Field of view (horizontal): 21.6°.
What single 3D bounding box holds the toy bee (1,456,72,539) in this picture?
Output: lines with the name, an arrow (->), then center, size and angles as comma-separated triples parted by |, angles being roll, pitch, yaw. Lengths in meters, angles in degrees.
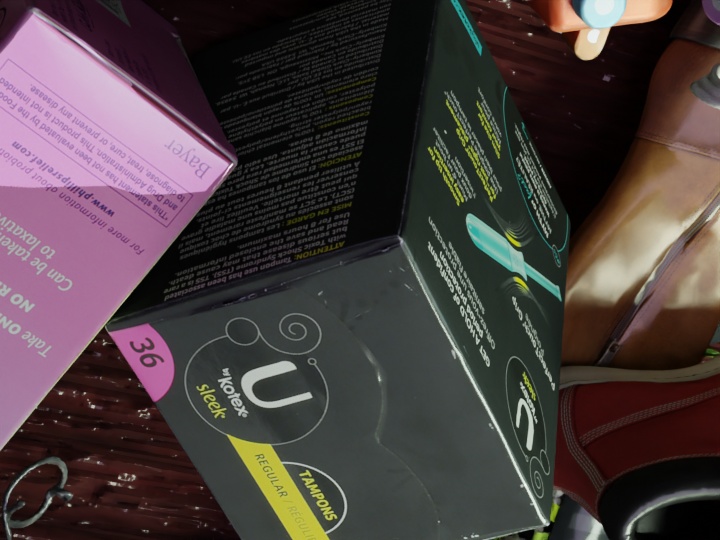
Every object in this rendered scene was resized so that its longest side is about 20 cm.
toy bee -> -0.166, 0.206, 0.887 | 0.131, 0.109, 0.201 | -28, 150, -42

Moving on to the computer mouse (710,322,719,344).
computer mouse -> 0.109, 0.018, 0.944 | 0.198, 0.034, 0.059 | -5, 118, -16

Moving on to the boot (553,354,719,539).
boot -> 0.184, 0.089, 0.844 | 0.198, 0.144, 0.073 | -5, 110, -19

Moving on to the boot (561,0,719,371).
boot -> 0.190, -0.009, 0.907 | 0.188, 0.068, 0.201 | 30, 87, -28

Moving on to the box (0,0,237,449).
box -> -0.158, -0.024, 0.744 | 0.096, 0.176, 0.200 | 35, 101, -24

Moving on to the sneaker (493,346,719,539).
sneaker -> 0.106, 0.110, 0.952 | 0.200, 0.072, 0.083 | -40, 119, -10

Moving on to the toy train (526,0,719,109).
toy train -> 0.152, -0.092, 0.808 | 0.149, 0.200, 0.056 | -10, 119, -16

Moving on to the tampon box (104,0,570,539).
tampon box -> 0.000, 0.000, 0.781 | 0.125, 0.201, 0.150 | -16, 123, 20
